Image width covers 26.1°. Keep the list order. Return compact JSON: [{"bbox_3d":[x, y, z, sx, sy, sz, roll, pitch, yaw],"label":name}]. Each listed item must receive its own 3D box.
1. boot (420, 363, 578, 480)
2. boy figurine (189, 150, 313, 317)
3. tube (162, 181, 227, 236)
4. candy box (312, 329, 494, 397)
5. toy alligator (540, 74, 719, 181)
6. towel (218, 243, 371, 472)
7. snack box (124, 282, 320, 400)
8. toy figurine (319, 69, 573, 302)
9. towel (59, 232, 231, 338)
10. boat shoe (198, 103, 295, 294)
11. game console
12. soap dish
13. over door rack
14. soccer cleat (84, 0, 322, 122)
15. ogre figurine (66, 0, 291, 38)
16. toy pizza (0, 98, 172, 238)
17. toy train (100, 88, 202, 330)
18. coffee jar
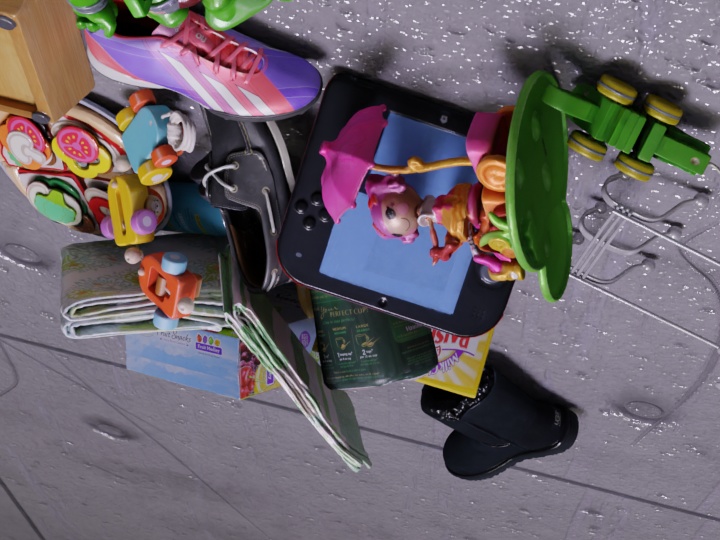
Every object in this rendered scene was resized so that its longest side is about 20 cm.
[{"bbox_3d":[0.124,0.167,1.763,0.168,0.077,0.199,30,146,-34],"label":"boot"},{"bbox_3d":[-0.076,-0.036,1.446,0.200,0.064,0.125,52,-178,-37],"label":"boy figurine"},{"bbox_3d":[-0.195,-0.064,1.535,0.199,0.051,0.078,5,140,36],"label":"tube"},{"bbox_3d":[0.048,0.052,1.492,0.199,0.103,0.026,18,178,-38],"label":"candy box"},{"bbox_3d":[0.221,-0.101,1.177,0.199,0.060,0.054,21,-162,-15],"label":"toy alligator"},{"bbox_3d":[-0.060,0.077,1.389,0.200,0.023,0.153,52,-173,-22],"label":"towel"},{"bbox_3d":[-0.108,0.063,1.552,0.168,0.068,0.199,10,-165,39],"label":"snack box"},{"bbox_3d":[0.060,-0.062,1.216,0.183,0.151,0.201,4,140,23],"label":"toy figurine"},{"bbox_3d":[-0.205,0.009,1.503,0.170,0.049,0.200,-2,-161,-9],"label":"towel"},{"bbox_3d":[-0.099,-0.079,1.309,0.072,0.067,0.201,3,116,52],"label":"boat shoe"},{"bbox_3d":[0.043,-0.050,1.279,0.198,0.178,0.031,18,-163,-3],"label":"game console"},{"bbox_3d":[-0.309,-0.204,1.263,0.156,0.082,0.200,14,157,6],"label":"soap dish"},{"bbox_3d":[0.275,0.004,1.318,0.199,0.067,0.148,37,157,7],"label":"over door rack"},{"bbox_3d":[-0.127,-0.173,1.234,0.198,0.069,0.073,16,152,9],"label":"soccer cleat"},{"bbox_3d":[-0.140,-0.218,1.109,0.199,0.099,0.120,17,170,28],"label":"ogre figurine"},{"bbox_3d":[-0.273,-0.093,1.481,0.199,0.032,0.201,18,144,13],"label":"toy pizza"},{"bbox_3d":[-0.169,-0.059,1.383,0.055,0.202,0.150,-10,-150,-39],"label":"toy train"},{"bbox_3d":[0.000,0.000,1.368,0.085,0.202,0.104,-15,-175,-44],"label":"coffee jar"}]
